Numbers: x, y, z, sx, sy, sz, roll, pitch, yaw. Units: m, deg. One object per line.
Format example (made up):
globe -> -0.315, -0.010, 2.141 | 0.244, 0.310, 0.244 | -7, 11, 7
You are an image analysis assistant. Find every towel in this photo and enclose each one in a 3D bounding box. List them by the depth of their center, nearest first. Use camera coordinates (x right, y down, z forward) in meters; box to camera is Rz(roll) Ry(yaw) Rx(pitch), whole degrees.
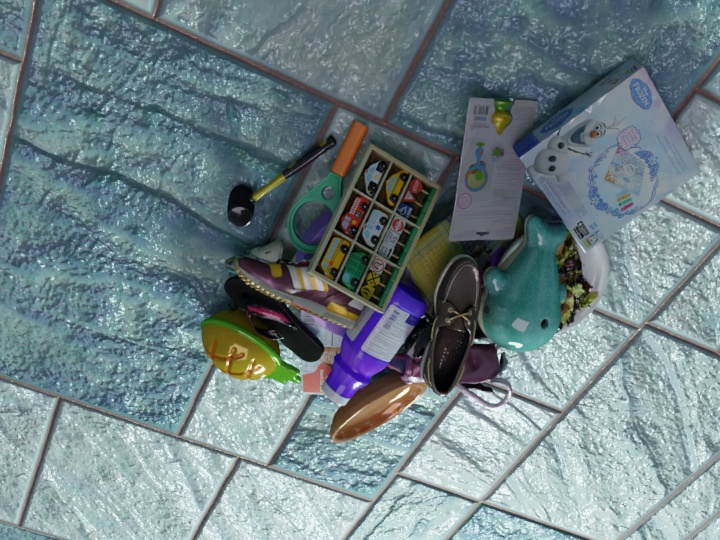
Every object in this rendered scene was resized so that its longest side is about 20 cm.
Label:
towel -> 0.158, -0.033, 1.245 | 0.199, 0.023, 0.144 | -39, 125, -7

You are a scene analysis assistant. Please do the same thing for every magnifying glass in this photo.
magnifying glass -> -0.042, -0.119, 1.183 | 0.079, 0.022, 0.202 | 27, 95, 7

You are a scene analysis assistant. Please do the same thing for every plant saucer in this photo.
plant saucer -> 0.028, 0.237, 1.456 | 0.198, 0.038, 0.201 | -27, 159, -11

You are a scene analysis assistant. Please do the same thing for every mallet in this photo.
mallet -> -0.119, -0.143, 1.228 | 0.199, 0.066, 0.041 | -36, 121, 11

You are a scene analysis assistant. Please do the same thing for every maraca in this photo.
maraca -> -0.187, 0.139, 1.402 | 0.199, 0.108, 0.136 | 39, 153, -26

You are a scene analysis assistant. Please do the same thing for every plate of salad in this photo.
plate of salad -> 0.304, 0.020, 1.291 | 0.196, 0.048, 0.203 | -5, 116, -10

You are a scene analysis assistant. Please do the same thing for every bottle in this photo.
bottle -> 0.015, 0.109, 1.229 | 0.083, 0.065, 0.201 | 26, 104, -41

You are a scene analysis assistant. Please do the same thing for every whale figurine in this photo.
whale figurine -> 0.253, 0.025, 1.206 | 0.157, 0.104, 0.203 | 13, 103, -29

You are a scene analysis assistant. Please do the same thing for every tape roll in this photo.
tape roll -> 0.000, 0.000, 1.263 | 0.196, 0.066, 0.204 | -3, 108, -10

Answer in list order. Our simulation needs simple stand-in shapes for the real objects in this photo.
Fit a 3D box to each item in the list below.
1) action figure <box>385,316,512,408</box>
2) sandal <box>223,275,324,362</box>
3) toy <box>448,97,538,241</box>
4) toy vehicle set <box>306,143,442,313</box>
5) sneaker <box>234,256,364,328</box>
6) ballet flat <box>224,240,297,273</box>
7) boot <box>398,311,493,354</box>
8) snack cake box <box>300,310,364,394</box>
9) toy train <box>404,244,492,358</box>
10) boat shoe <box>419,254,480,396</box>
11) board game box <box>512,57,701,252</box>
action figure -> 0.121, 0.159, 1.286 | 0.196, 0.150, 0.135 | 3, 133, -12
sandal -> -0.142, 0.083, 1.329 | 0.200, 0.045, 0.075 | 43, 134, -8
toy -> 0.180, -0.146, 1.171 | 0.113, 0.047, 0.203 | -3, 115, -25
toy vehicle set -> 0.021, -0.058, 1.163 | 0.123, 0.026, 0.203 | 27, 82, -14
sneaker -> -0.083, 0.008, 1.186 | 0.198, 0.075, 0.091 | 25, 84, -15
ballet flat -> -0.116, -0.012, 1.317 | 0.196, 0.075, 0.075 | 14, 129, -10
boot -> 0.154, 0.102, 1.373 | 0.209, 0.080, 0.159 | 27, 124, -12
snack cake box -> -0.044, 0.122, 1.408 | 0.113, 0.068, 0.203 | 2, 129, -1
toy train -> 0.130, 0.045, 1.226 | 0.034, 0.046, 0.201 | 35, 96, -14
boat shoe -> 0.134, 0.080, 1.179 | 0.071, 0.060, 0.204 | 13, 101, -11
board game box -> 0.347, -0.156, 1.155 | 0.198, 0.044, 0.200 | -35, 120, 14
